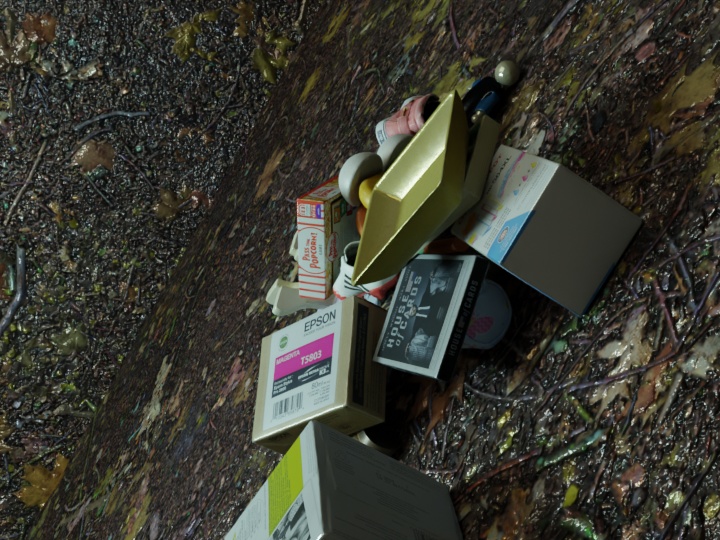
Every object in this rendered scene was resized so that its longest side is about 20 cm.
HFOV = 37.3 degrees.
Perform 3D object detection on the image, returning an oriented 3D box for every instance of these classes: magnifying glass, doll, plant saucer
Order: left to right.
[{"bbox_3d":[0.070,-0.092,1.301,0.200,0.048,0.201,-50,18,39],"label":"plant saucer"},{"bbox_3d":[0.084,-0.026,1.458,0.200,0.079,0.023,-12,71,63],"label":"magnifying glass"},{"bbox_3d":[0.181,-0.259,1.710,0.200,0.048,0.137,-49,19,31],"label":"doll"}]

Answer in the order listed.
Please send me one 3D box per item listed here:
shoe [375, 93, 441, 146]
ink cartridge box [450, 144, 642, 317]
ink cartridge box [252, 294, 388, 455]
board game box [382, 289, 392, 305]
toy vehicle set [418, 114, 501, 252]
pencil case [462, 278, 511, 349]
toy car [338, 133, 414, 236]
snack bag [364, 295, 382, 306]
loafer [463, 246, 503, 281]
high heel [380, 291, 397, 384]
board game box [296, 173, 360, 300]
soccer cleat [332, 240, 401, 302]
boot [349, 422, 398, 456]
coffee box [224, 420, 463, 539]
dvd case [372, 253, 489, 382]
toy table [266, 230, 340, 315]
[{"bbox_3d":[0.106,-0.246,1.712,0.090,0.072,0.200,-19,12,33],"label":"shoe"},{"bbox_3d":[0.204,-0.054,1.242,0.129,0.125,0.200,-59,19,4],"label":"ink cartridge box"},{"bbox_3d":[-0.055,0.146,1.457,0.199,0.075,0.166,-27,49,40],"label":"ink cartridge box"},{"bbox_3d":[0.070,-0.008,1.676,0.105,0.023,0.201,-37,31,54],"label":"board game box"},{"bbox_3d":[0.101,-0.096,1.355,0.200,0.026,0.125,-42,23,52],"label":"toy vehicle set"},{"bbox_3d":[0.115,0.054,1.379,0.200,0.082,0.092,177,92,-67],"label":"pencil case"},{"bbox_3d":[0.071,-0.098,1.580,0.200,0.174,0.151,-32,-39,-43],"label":"toy car"},{"bbox_3d":[0.007,0.052,1.714,0.200,0.021,0.190,125,164,-47],"label":"snack bag"},{"bbox_3d":[0.171,-0.071,1.441,0.068,0.075,0.201,-39,39,28],"label":"loafer"},{"bbox_3d":[0.012,0.054,1.560,0.201,0.142,0.071,-70,-24,-12],"label":"high heel"},{"bbox_3d":[-0.035,-0.059,1.630,0.200,0.046,0.153,-39,-48,-62],"label":"board game box"},{"bbox_3d":[0.000,0.000,1.495,0.068,0.086,0.200,-32,8,-16],"label":"soccer cleat"},{"bbox_3d":[-0.003,0.215,1.487,0.200,0.073,0.076,-107,40,-62],"label":"boot"},{"bbox_3d":[-0.018,0.326,1.157,0.198,0.199,0.200,-54,20,18],"label":"coffee box"},{"bbox_3d":[0.082,0.053,1.312,0.200,0.025,0.152,3,74,68],"label":"dvd case"},{"bbox_3d":[-0.078,0.023,1.819,0.201,0.116,0.185,-57,15,35],"label":"toy table"}]
